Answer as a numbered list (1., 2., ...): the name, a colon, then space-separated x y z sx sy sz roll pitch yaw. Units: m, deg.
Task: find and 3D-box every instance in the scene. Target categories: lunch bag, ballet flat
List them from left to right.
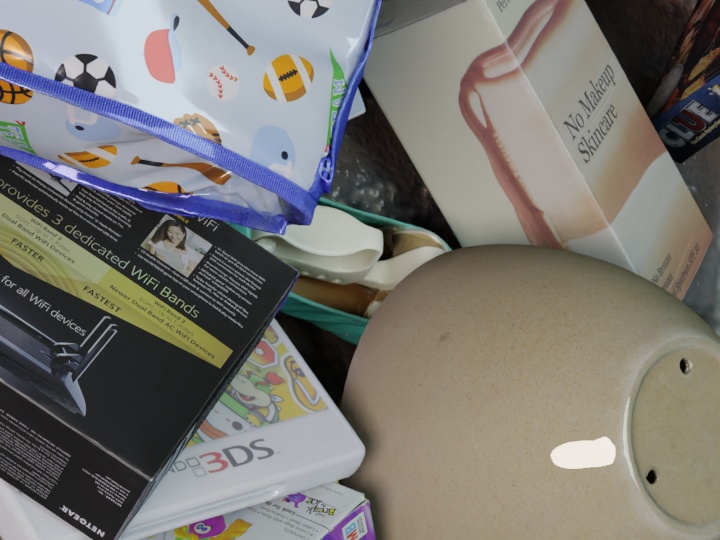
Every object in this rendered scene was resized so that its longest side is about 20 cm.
1. lunch bag: -0.091 -0.121 1.172 0.200 0.124 0.170 17 74 -7
2. ballet flat: 0.000 0.000 1.380 0.200 0.070 0.067 14 75 -38

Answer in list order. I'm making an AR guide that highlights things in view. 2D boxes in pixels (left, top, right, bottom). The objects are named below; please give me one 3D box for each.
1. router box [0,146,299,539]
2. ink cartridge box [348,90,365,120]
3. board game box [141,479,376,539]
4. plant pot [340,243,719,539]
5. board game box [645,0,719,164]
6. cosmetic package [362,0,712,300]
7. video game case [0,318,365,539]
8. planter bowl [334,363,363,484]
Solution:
1. router box: -0.146 0.003 1.189 0.200 0.052 0.157 34 41 1
2. ink cartridge box: -0.080 -0.149 1.356 0.119 0.042 0.200 -27 100 -39
3. board game box: -0.090 0.179 1.243 0.200 0.105 0.103 -39 133 -36
4. plant pot: 0.109 0.080 1.311 0.200 0.134 0.201 7 79 -39
5. board game box: 0.231 -0.150 1.508 0.035 0.200 0.136 33 62 -10
6. cosmetic package: 0.090 -0.065 1.437 0.200 0.087 0.103 58 35 -18
7. video game case: -0.119 0.029 1.238 0.182 0.023 0.200 -13 56 -40
8. planter bowl: 0.038 0.112 1.389 0.200 0.083 0.201 6 80 -40
